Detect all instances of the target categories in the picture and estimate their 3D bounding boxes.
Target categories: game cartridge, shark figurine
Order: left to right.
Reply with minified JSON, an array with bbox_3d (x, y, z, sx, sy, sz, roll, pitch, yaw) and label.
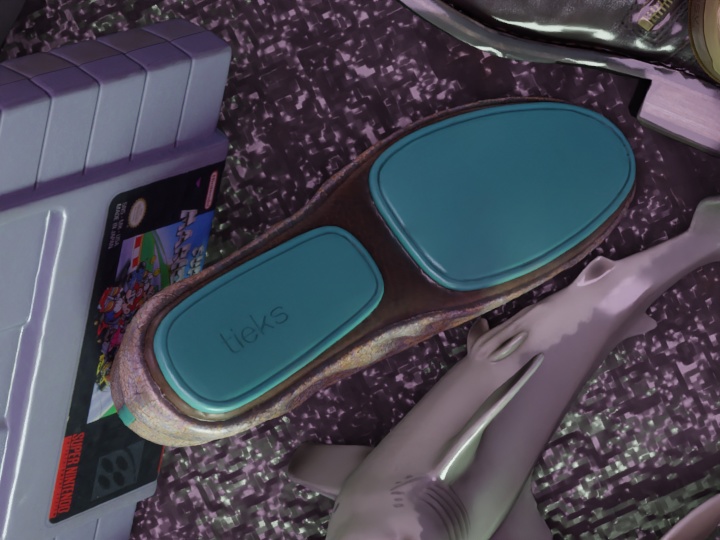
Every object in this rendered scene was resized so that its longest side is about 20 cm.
[{"bbox_3d":[-0.103,0.025,0.934,0.038,0.130,0.200,33,122,33],"label":"game cartridge"},{"bbox_3d":[0.065,0.056,0.984,0.214,0.128,0.090,-42,107,-15],"label":"shark figurine"}]

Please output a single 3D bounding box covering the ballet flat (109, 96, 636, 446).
[{"bbox_3d":[0.000,0.000,0.969,0.200,0.067,0.068,-24,81,-28],"label":"ballet flat"}]

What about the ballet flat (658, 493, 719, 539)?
[{"bbox_3d":[0.153,0.092,0.976,0.200,0.069,0.071,-20,54,-13],"label":"ballet flat"}]

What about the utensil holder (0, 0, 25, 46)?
[{"bbox_3d":[-0.222,-0.093,0.930,0.200,0.170,0.170,33,97,-2],"label":"utensil holder"}]

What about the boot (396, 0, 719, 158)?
[{"bbox_3d":[0.097,-0.140,0.961,0.200,0.069,0.174,24,97,-10],"label":"boot"}]

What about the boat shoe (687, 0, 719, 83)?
[{"bbox_3d":[0.204,-0.077,0.933,0.200,0.068,0.072,-4,106,-19],"label":"boat shoe"}]
